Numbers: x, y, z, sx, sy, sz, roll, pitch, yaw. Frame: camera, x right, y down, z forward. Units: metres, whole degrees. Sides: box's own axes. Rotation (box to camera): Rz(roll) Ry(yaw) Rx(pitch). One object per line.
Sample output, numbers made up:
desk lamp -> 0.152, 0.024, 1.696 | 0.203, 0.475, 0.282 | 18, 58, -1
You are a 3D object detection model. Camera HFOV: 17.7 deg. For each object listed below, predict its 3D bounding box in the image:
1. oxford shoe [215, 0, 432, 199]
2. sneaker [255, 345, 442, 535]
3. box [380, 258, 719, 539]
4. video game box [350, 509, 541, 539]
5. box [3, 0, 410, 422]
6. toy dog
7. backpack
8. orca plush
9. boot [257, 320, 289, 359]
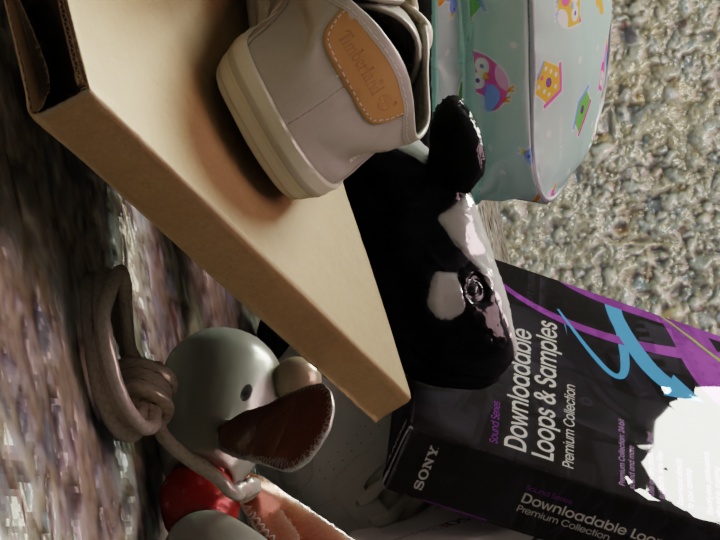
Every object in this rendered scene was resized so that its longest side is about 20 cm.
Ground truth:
oxford shoe -> -0.004, -0.075, 0.766 | 0.075, 0.058, 0.200 | 56, 12, -12
sneaker -> 0.015, 0.100, 0.951 | 0.080, 0.076, 0.201 | 32, -25, 41
box -> 0.110, 0.064, 0.915 | 0.143, 0.199, 0.036 | -82, -169, -59
video game box -> 0.075, 0.186, 0.932 | 0.181, 0.047, 0.201 | -11, 102, -41
box -> -0.054, -0.060, 0.714 | 0.200, 0.021, 0.164 | 46, 20, -52
toy dog -> -0.019, 0.091, 0.715 | 0.132, 0.096, 0.201 | 65, 15, -63
backpack -> 0.035, -0.120, 1.029 | 0.200, 0.152, 0.177 | -67, 154, -65
orca plush -> -0.015, -0.042, 0.862 | 0.071, 0.105, 0.201 | -4, 70, -45
boot -> 0.000, -0.001, 1.083 | 0.198, 0.073, 0.163 | 21, 32, -48
